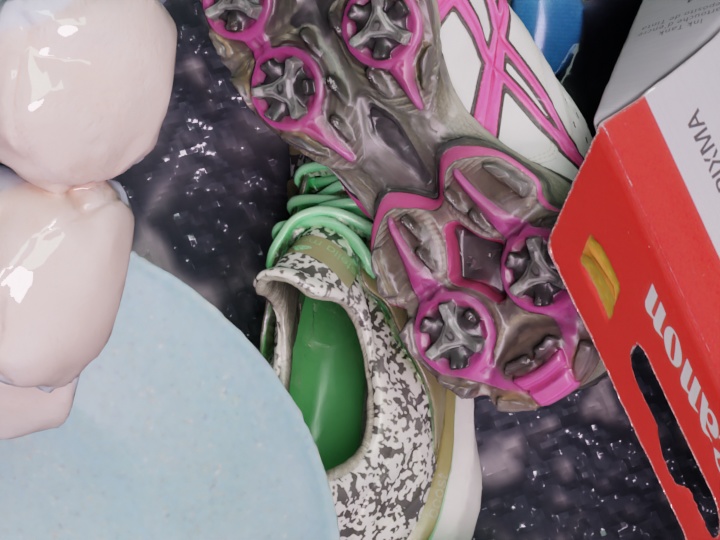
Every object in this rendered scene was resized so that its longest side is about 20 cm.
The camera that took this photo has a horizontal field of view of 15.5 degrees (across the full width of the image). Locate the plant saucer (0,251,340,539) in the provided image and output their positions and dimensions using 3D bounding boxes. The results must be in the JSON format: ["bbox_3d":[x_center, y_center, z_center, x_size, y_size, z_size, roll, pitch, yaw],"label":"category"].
[{"bbox_3d":[-0.106,0.078,0.706,0.200,0.039,0.202,8,58,-13],"label":"plant saucer"}]

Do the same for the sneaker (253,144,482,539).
[{"bbox_3d":[0.000,0.000,0.800,0.076,0.089,0.201,-7,69,18],"label":"sneaker"}]

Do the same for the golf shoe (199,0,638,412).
[{"bbox_3d":[0.017,-0.053,0.775,0.201,0.072,0.092,62,24,5],"label":"golf shoe"}]

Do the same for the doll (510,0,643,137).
[{"bbox_3d":[0.107,-0.062,0.884,0.200,0.048,0.137,-44,104,-23],"label":"doll"}]

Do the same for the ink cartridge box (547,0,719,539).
[{"bbox_3d":[0.124,0.004,0.783,0.162,0.050,0.200,62,26,-20],"label":"ink cartridge box"}]

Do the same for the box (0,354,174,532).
[{"bbox_3d":[-0.145,0.040,0.774,0.200,0.060,0.117,37,66,-1],"label":"box"}]

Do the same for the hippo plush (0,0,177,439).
[{"bbox_3d":[-0.134,-0.065,0.663,0.160,0.160,0.201,11,52,-13],"label":"hippo plush"}]
